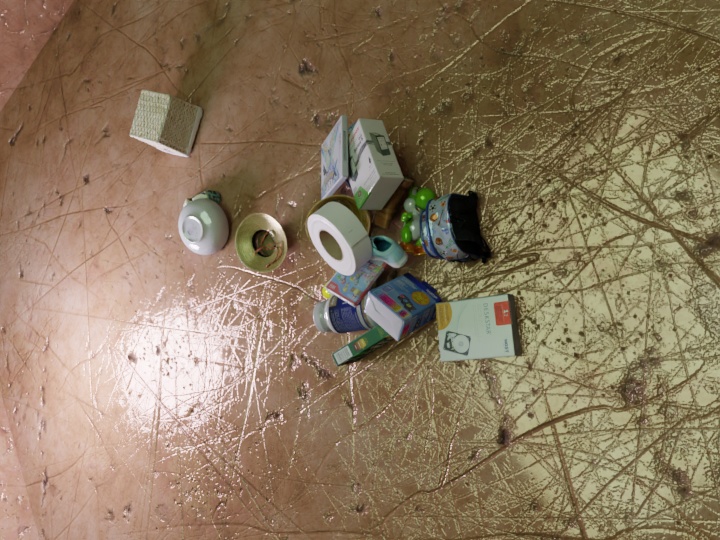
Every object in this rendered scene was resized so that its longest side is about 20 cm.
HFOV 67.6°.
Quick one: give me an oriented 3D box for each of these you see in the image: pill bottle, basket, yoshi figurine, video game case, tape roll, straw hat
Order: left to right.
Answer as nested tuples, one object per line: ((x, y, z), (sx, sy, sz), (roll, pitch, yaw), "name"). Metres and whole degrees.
((-0.743, -0.565, 2.055), (0.195, 0.160, 0.204), (19, 91, 31), "basket")
((-0.311, -0.089, 1.786), (0.197, 0.085, 0.206), (1, 93, 21), "straw hat")
((-0.078, -0.323, 1.578), (0.200, 0.022, 0.187), (147, 124, -65), "video game case")
((-0.059, -0.088, 1.504), (0.070, 0.204, 0.201), (-37, 58, -25), "tape roll")
((-0.034, 0.123, 1.580), (0.197, 0.115, 0.118), (-13, 77, 27), "pill bottle")
((0.000, 0.000, 1.559), (0.142, 0.017, 0.201), (26, 73, 45), "video game case")
((0.166, -0.148, 1.512), (0.109, 0.112, 0.205), (1, 81, 14), "yoshi figurine")

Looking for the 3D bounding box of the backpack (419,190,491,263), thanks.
((0.237, -0.114, 1.411), (0.152, 0.189, 0.204), (-17, 76, 27), "backpack")

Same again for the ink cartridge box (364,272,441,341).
((0.126, 0.089, 1.468), (0.136, 0.198, 0.077), (39, 131, 27), "ink cartridge box")

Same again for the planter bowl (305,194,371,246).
((-0.069, -0.156, 1.630), (0.199, 0.200, 0.084), (-39, 31, 20), "planter bowl")

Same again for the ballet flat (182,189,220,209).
((-0.607, -0.253, 1.988), (0.197, 0.074, 0.076), (-19, 75, 27), "ballet flat")

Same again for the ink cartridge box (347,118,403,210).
((0.028, -0.292, 1.486), (0.146, 0.082, 0.203), (-51, 49, 50), "ink cartridge box")

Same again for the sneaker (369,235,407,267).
((0.050, -0.074, 1.507), (0.198, 0.082, 0.074), (18, 63, 49), "sneaker")

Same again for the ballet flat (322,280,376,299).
((-0.046, 0.043, 1.625), (0.197, 0.067, 0.068), (-12, 78, 28), "ballet flat")

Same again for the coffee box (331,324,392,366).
((0.025, 0.205, 1.529), (0.198, 0.122, 0.045), (-34, 73, 22), "coffee box")

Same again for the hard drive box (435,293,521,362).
((0.305, 0.151, 1.403), (0.197, 0.076, 0.160), (-11, 79, 28), "hard drive box")

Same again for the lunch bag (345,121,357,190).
((-0.005, -0.342, 1.648), (0.160, 0.075, 0.202), (-39, 67, 23), "lunch bag")

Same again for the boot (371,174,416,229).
((0.086, -0.197, 1.529), (0.200, 0.075, 0.158), (23, 96, 68), "boot")

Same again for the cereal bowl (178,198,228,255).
((-0.571, -0.152, 1.913), (0.196, 0.083, 0.205), (5, 103, 21), "cereal bowl")
